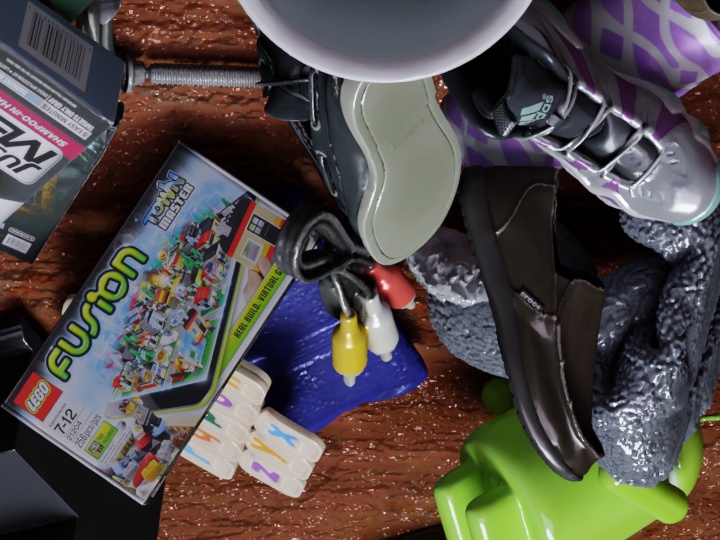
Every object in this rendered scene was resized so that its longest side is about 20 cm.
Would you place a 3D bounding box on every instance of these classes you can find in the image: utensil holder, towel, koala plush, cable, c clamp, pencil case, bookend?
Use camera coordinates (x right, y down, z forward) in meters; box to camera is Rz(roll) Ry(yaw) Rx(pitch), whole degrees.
[{"bbox_3d":[0.012,-0.206,1.322,0.169,0.200,0.171,0,111,0],"label":"utensil holder"},{"bbox_3d":[-0.060,0.034,1.723,0.147,0.050,0.200,-26,133,12],"label":"towel"},{"bbox_3d":[0.128,0.031,1.656,0.199,0.185,0.177,15,164,18],"label":"koala plush"},{"bbox_3d":[0.000,0.000,1.608,0.050,0.097,0.200,31,166,18],"label":"cable"},{"bbox_3d":[-0.078,-0.134,1.553,0.198,0.027,0.171,6,136,-11],"label":"c clamp"},{"bbox_3d":[0.142,-0.121,1.550,0.199,0.085,0.084,-30,94,25],"label":"pencil case"},{"bbox_3d":[-0.228,0.176,1.738,0.092,0.201,0.199,-14,138,22],"label":"bookend"}]

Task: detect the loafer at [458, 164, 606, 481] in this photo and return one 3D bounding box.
[{"bbox_3d":[0.115,0.028,1.534,0.071,0.073,0.201,-16,99,7],"label":"loafer"}]

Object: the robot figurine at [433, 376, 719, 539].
[{"bbox_3d":[0.149,0.135,1.760,0.199,0.175,0.116,-28,117,-19],"label":"robot figurine"}]

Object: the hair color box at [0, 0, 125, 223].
[{"bbox_3d":[-0.240,-0.077,1.518,0.099,0.061,0.200,35,127,-26],"label":"hair color box"}]

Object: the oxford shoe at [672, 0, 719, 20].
[{"bbox_3d":[0.241,-0.223,1.413,0.072,0.084,0.201,23,105,-21],"label":"oxford shoe"}]

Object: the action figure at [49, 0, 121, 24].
[{"bbox_3d":[-0.188,-0.225,1.424,0.118,0.055,0.200,-32,120,25],"label":"action figure"}]

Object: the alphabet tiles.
[{"bbox_3d":[-0.115,0.083,1.714,0.195,0.015,0.200,29,156,2],"label":"alphabet tiles"}]

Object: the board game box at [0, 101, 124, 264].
[{"bbox_3d":[-0.261,-0.091,1.568,0.199,0.028,0.135,24,130,-18],"label":"board game box"}]

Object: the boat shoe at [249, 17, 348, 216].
[{"bbox_3d":[-0.027,-0.106,1.513,0.074,0.066,0.200,20,153,34],"label":"boat shoe"}]

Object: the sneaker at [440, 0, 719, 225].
[{"bbox_3d":[0.111,-0.086,1.445,0.200,0.140,0.078,37,110,8],"label":"sneaker"}]

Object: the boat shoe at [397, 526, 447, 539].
[{"bbox_3d":[0.096,0.230,1.921,0.199,0.072,0.068,-14,135,11],"label":"boat shoe"}]

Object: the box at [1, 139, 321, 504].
[{"bbox_3d":[-0.123,0.033,1.603,0.110,0.201,0.035,33,176,2],"label":"box"}]

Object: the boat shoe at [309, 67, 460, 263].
[{"bbox_3d":[0.005,-0.078,1.455,0.074,0.066,0.200,-41,152,-10],"label":"boat shoe"}]
